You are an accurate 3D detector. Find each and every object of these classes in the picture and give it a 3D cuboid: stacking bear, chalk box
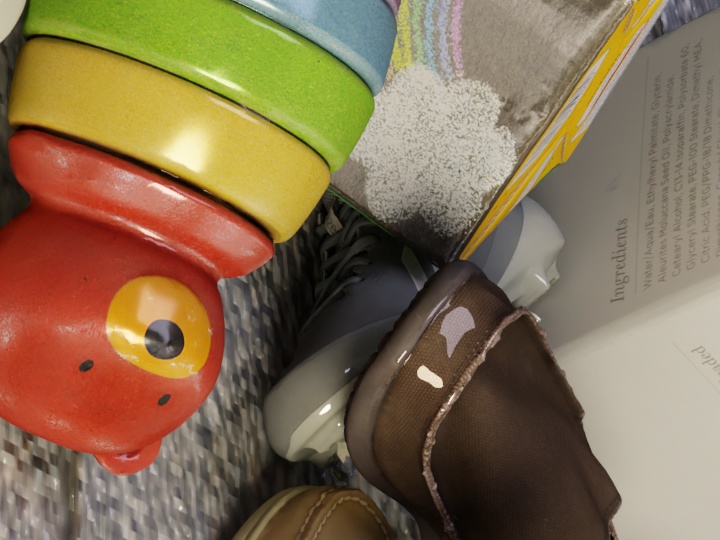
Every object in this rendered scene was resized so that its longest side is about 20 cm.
[{"bbox_3d":[-0.051,-0.043,0.745,0.121,0.114,0.201,29,79,-37],"label":"stacking bear"},{"bbox_3d":[0.000,-0.119,0.881,0.200,0.125,0.124,37,31,7],"label":"chalk box"}]

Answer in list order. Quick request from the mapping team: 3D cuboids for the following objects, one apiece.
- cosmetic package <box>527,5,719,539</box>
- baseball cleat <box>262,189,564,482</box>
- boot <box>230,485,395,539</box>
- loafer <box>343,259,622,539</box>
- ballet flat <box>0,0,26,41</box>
[{"bbox_3d":[0.172,0.004,1.015,0.165,0.199,0.165,45,36,-31],"label":"cosmetic package"},{"bbox_3d":[0.000,0.000,0.901,0.107,0.070,0.200,49,28,5],"label":"baseball cleat"},{"bbox_3d":[0.021,0.119,0.736,0.073,0.155,0.200,50,32,-23],"label":"boot"},{"bbox_3d":[0.054,0.065,0.835,0.073,0.071,0.200,-54,151,-15],"label":"loafer"},{"bbox_3d":[-0.123,-0.109,0.768,0.067,0.067,0.201,37,40,-38],"label":"ballet flat"}]
